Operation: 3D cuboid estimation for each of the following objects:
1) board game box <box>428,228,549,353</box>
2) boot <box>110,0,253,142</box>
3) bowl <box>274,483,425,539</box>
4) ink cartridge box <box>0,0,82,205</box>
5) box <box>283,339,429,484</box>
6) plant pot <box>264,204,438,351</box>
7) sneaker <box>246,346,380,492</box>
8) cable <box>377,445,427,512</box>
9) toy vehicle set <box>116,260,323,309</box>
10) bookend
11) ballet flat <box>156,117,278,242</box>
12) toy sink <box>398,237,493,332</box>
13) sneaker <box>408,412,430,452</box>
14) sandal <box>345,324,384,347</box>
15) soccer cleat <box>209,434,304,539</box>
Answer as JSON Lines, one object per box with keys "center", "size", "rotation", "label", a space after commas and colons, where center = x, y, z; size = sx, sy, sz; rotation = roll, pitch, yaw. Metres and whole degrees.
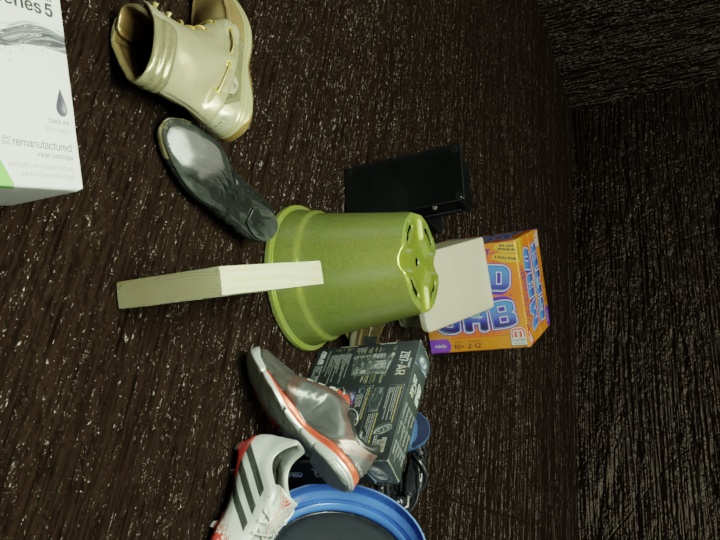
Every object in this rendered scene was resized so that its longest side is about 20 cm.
{"center": [0.247, 0.038, 1.564], "size": [0.199, 0.197, 0.203], "rotation": [-21, 103, -64], "label": "board game box"}
{"center": [-0.191, -0.253, 0.848], "size": [0.155, 0.072, 0.202], "rotation": [24, 52, -51], "label": "boot"}
{"center": [-0.022, 0.327, 0.918], "size": [0.201, 0.198, 0.040], "rotation": [-43, 146, -60], "label": "bowl"}
{"center": [-0.295, -0.155, 0.578], "size": [0.145, 0.083, 0.203], "rotation": [-7, 90, -65], "label": "ink cartridge box"}
{"center": [-0.007, 0.180, 1.024], "size": [0.201, 0.158, 0.044], "rotation": [-69, 143, -47], "label": "box"}
{"center": [0.000, 0.000, 1.059], "size": [0.200, 0.182, 0.203], "rotation": [27, 60, -61], "label": "plant pot"}
{"center": [-0.055, 0.161, 0.927], "size": [0.082, 0.077, 0.200], "rotation": [-35, 78, -27], "label": "sneaker"}
{"center": [0.074, 0.293, 1.295], "size": [0.163, 0.050, 0.202], "rotation": [40, 47, -54], "label": "cable"}
{"center": [-0.139, 0.013, 0.825], "size": [0.199, 0.123, 0.027], "rotation": [-5, 88, -65], "label": "toy vehicle set"}
{"center": [0.105, -0.112, 1.299], "size": [0.200, 0.196, 0.093], "rotation": [28, 56, -61], "label": "bookend"}
{"center": [-0.167, -0.097, 0.903], "size": [0.067, 0.056, 0.200], "rotation": [-56, 135, -17], "label": "ballet flat"}
{"center": [0.126, 0.026, 1.386], "size": [0.199, 0.111, 0.132], "rotation": [-17, 98, -46], "label": "toy sink"}
{"center": [0.046, 0.224, 1.169], "size": [0.199, 0.082, 0.075], "rotation": [22, 57, -42], "label": "sneaker"}
{"center": [0.000, 0.087, 1.200], "size": [0.080, 0.053, 0.203], "rotation": [17, 83, -57], "label": "sandal"}
{"center": [-0.112, 0.272, 0.856], "size": [0.069, 0.084, 0.202], "rotation": [56, 36, -45], "label": "soccer cleat"}
